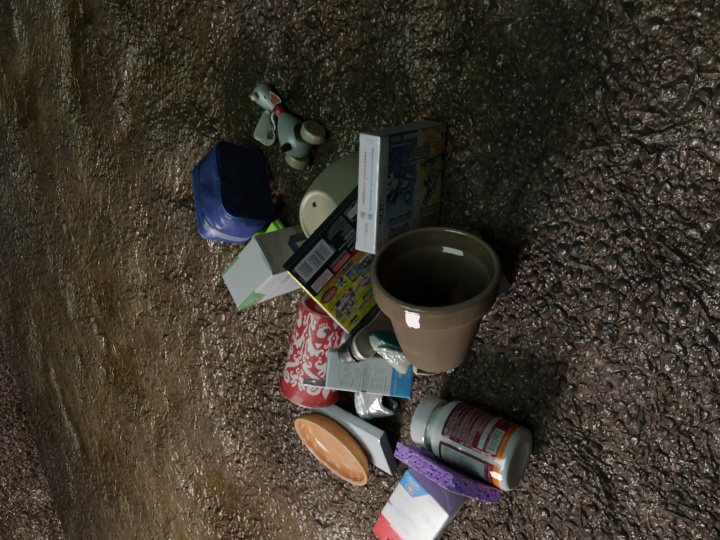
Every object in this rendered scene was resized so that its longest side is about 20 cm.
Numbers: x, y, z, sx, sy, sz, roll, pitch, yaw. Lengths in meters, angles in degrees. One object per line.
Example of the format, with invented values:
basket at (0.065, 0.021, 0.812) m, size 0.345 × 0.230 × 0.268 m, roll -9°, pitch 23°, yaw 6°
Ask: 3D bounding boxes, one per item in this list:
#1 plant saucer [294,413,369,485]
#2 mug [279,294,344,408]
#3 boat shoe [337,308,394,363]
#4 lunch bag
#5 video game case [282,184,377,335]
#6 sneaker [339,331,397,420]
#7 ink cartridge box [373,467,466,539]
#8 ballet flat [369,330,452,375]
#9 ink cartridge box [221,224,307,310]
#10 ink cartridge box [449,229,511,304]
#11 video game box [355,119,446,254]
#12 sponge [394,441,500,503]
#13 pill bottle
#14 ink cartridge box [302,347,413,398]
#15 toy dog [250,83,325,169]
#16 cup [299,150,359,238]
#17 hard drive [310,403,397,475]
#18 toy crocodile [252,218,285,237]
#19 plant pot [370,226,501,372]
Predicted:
plant saucer at (-0.056, 0.375, 1.463) m, size 0.198 × 0.038 × 0.202 m, roll 31°, pitch 149°, yaw 21°
mug at (-0.104, 0.151, 1.418) m, size 0.175 × 0.132 × 0.204 m, roll 27°, pitch 117°, yaw 30°
boat shoe at (0.027, 0.109, 1.233) m, size 0.056 × 0.199 × 0.068 m, roll -25°, pitch 93°, yaw 38°
lunch bag at (-0.277, -0.165, 1.443) m, size 0.131 × 0.134 × 0.204 m, roll -31°, pitch 60°, yaw 42°
video game case at (-0.009, -0.018, 1.189) m, size 0.181 × 0.200 × 0.025 m, roll 46°, pitch 175°, yaw -29°
sneaker at (0.025, 0.199, 1.364) m, size 0.090 × 0.075 × 0.204 m, roll -7°, pitch 107°, yaw 34°
ink cartridge box at (0.113, 0.486, 1.362) m, size 0.116 × 0.067 × 0.203 m, roll 42°, pitch 127°, yaw 24°
ballet flat at (0.096, 0.151, 1.190) m, size 0.071 × 0.196 × 0.074 m, roll -23°, pitch 62°, yaw 54°
ink cartridge box at (-0.153, -0.014, 1.358) m, size 0.145 × 0.198 × 0.089 m, roll -41°, pitch 74°, yaw 42°
ink cartridge box at (0.149, 0.033, 1.193) m, size 0.199 × 0.067 × 0.118 m, roll -39°, pitch 79°, yaw 42°
video game box at (0.068, -0.140, 1.119) m, size 0.046 × 0.198 × 0.186 m, roll 19°, pitch 116°, yaw 33°
sponge at (0.151, 0.358, 1.222) m, size 0.199 × 0.110 × 0.030 m, roll 7°, pitch 76°, yaw 65°
pill bottle at (0.193, 0.297, 1.210) m, size 0.197 × 0.109 × 0.112 m, roll 17°, pitch 115°, yaw 36°
ink cartridge box at (-0.006, 0.185, 1.271) m, size 0.195 × 0.116 × 0.068 m, roll 8°, pitch 87°, yaw -3°
toy dog at (-0.163, -0.282, 1.348) m, size 0.198 × 0.095 × 0.134 m, roll 31°, pitch 122°, yaw 30°
cup at (-0.030, -0.108, 1.255) m, size 0.197 × 0.142 × 0.205 m, roll 15°, pitch 114°, yaw 38°
hard drive at (-0.018, 0.341, 1.435) m, size 0.197 × 0.026 × 0.134 m, roll 20°, pitch 143°, yaw 36°
toy crocodile at (-0.212, -0.031, 1.506) m, size 0.068 × 0.061 × 0.201 m, roll 47°, pitch 125°, yaw 20°
plant pot at (0.119, 0.058, 1.078) m, size 0.198 × 0.200 × 0.177 m, roll 26°, pitch 140°, yaw 32°
